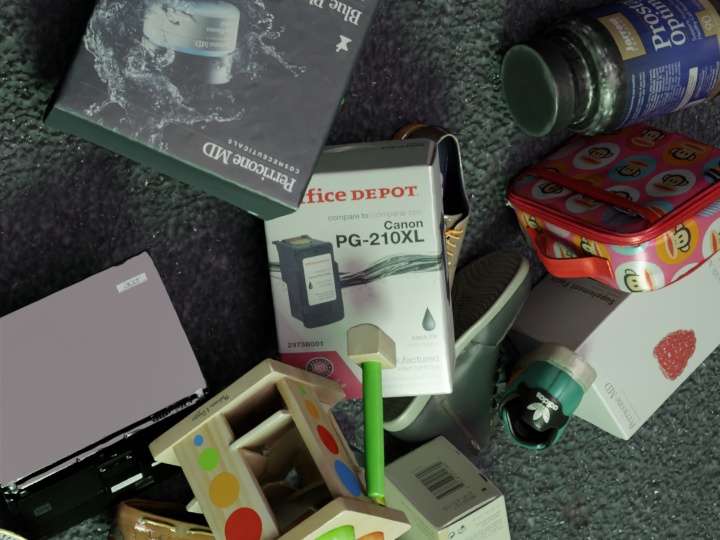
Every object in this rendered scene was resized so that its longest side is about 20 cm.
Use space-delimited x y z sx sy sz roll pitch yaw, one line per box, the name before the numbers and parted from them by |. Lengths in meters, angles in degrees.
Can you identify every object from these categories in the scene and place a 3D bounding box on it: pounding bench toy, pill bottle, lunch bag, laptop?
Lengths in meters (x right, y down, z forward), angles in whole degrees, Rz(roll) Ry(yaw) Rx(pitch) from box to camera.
pounding bench toy | -0.029 0.155 1.259 0.200 0.156 0.124 -37 154 14
pill bottle | 0.231 -0.185 1.458 0.200 0.112 0.112 -18 111 -26
lunch bag | 0.229 -0.052 1.439 0.176 0.200 0.082 -33 121 -20
laptop | -0.216 0.106 1.274 0.177 0.103 0.200 -25 155 -14

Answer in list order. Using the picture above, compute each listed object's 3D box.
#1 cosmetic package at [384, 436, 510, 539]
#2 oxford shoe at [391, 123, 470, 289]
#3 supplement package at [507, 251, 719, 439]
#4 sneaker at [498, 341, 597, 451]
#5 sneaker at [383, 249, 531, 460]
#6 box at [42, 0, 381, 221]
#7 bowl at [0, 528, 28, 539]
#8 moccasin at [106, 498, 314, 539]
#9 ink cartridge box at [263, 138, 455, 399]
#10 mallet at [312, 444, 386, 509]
cosmetic package | 0.085 0.261 1.461 0.073 0.104 0.200 -26 127 -20
oxford shoe | 0.057 -0.027 1.407 0.071 0.073 0.201 -5 97 -25
supplement package | 0.256 0.037 1.522 0.200 0.120 0.121 -44 120 -14
sneaker | 0.154 0.122 1.456 0.071 0.200 0.080 36 77 7
sneaker | 0.104 0.080 1.480 0.106 0.075 0.200 38 91 -36
box | -0.110 -0.167 1.221 0.196 0.117 0.201 23 83 -13
bowl | -0.330 0.278 1.256 0.200 0.094 0.201 -8 106 -29
moccasin | -0.121 0.213 1.374 0.201 0.074 0.078 4 101 -32
ink cartridge box | 0.000 0.000 1.350 0.144 0.084 0.201 -4 107 7
mallet | 0.035 0.203 1.488 0.200 0.041 0.066 18 91 -37
